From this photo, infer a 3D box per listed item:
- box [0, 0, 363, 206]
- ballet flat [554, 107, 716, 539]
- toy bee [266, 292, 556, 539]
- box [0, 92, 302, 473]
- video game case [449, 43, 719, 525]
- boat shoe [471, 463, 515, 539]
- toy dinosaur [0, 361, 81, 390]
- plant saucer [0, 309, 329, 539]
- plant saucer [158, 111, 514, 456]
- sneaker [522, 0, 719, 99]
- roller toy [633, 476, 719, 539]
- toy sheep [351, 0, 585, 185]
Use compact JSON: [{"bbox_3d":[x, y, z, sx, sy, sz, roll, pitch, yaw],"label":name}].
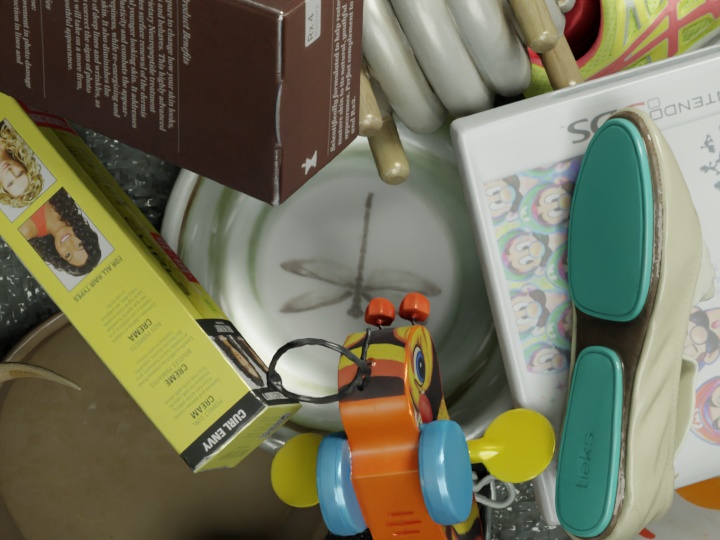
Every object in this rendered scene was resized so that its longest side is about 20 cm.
[{"bbox_3d":[-0.098,-0.117,1.243,0.199,0.075,0.101,24,132,25],"label":"box"},{"bbox_3d":[0.126,0.026,1.263,0.069,0.069,0.201,4,102,-13],"label":"ballet flat"},{"bbox_3d":[0.025,0.069,1.287,0.130,0.109,0.201,8,136,3],"label":"toy bee"},{"bbox_3d":[-0.114,0.003,1.311,0.050,0.075,0.200,-42,80,8],"label":"box"},{"bbox_3d":[0.149,0.002,1.301,0.181,0.024,0.201,-16,109,-6],"label":"video game case"},{"bbox_3d":[0.037,0.106,1.437,0.073,0.068,0.201,-9,117,-23],"label":"boat shoe"},{"bbox_3d":[-0.234,0.065,1.378,0.200,0.058,0.101,-33,123,25],"label":"toy dinosaur"},{"bbox_3d":[-0.103,0.092,1.432,0.199,0.030,0.201,-4,116,-9],"label":"plant saucer"},{"bbox_3d":[0.000,0.000,1.373,0.199,0.050,0.202,0,84,-3],"label":"plant saucer"},{"bbox_3d":[0.147,-0.143,1.349,0.090,0.078,0.200,33,105,-20],"label":"sneaker"},{"bbox_3d":[0.170,0.057,1.409,0.181,0.140,0.201,-12,117,-5],"label":"roller toy"},{"bbox_3d":[0.037,-0.127,1.303,0.199,0.138,0.138,-22,117,5],"label":"toy sheep"}]
